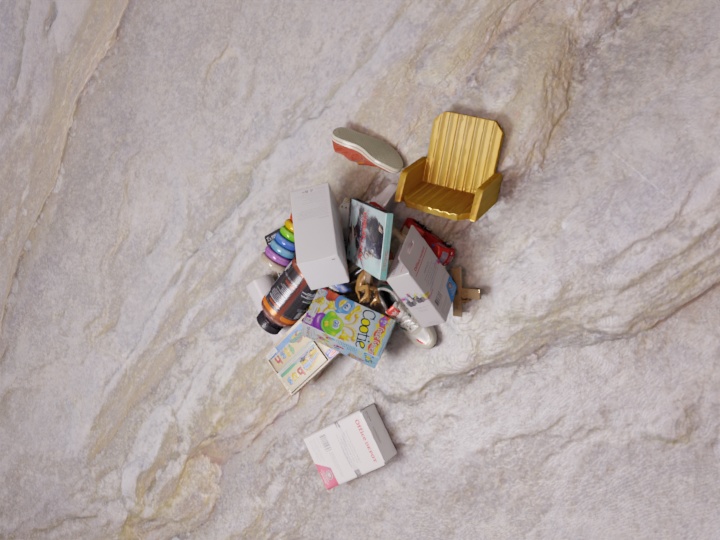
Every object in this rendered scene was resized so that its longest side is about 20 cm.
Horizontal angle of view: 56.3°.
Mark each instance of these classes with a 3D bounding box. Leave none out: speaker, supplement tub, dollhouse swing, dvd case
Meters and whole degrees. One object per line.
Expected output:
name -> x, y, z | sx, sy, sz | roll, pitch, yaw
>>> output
speaker -> -0.230, 0.113, 1.794 | 0.081, 0.081, 0.202 | -33, 79, 26
supplement tub -> -0.178, 0.066, 1.688 | 0.107, 0.107, 0.200 | 45, 107, 17
dollhouse swing -> 0.202, -0.236, 1.488 | 0.198, 0.181, 0.178 | 19, 124, 26
dvd case -> 0.016, -0.075, 1.504 | 0.200, 0.022, 0.148 | -144, 57, -62

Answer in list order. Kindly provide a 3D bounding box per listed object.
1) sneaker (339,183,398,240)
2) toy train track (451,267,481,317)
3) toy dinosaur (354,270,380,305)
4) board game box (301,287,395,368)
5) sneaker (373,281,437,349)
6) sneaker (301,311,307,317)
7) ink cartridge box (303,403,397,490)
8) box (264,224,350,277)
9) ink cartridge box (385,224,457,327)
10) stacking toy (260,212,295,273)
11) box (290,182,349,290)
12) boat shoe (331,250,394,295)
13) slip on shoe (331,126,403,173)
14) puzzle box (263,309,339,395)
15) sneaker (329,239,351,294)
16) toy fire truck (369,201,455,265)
sneaker -> 0.008, -0.154, 1.645 | 0.115, 0.073, 0.201 | 42, 113, 15
toy train track -> 0.196, 0.044, 1.590 | 0.198, 0.032, 0.116 | 6, 105, 33
toy dinosaur -> 0.013, 0.021, 1.563 | 0.201, 0.060, 0.107 | 116, 141, -50
board game box -> -0.030, 0.136, 1.607 | 0.198, 0.105, 0.104 | 25, 68, 3
sneaker -> 0.100, 0.111, 1.609 | 0.070, 0.093, 0.201 | -42, 75, 25
sneaker -> -0.071, 0.143, 1.704 | 0.198, 0.075, 0.090 | 2, 115, 29
ink cartridge box -> -0.025, 0.449, 1.715 | 0.199, 0.083, 0.148 | -31, 80, 27
box -> -0.141, -0.055, 1.750 | 0.199, 0.043, 0.162 | -25, 83, 28
ink cartridge box -> 0.127, 0.013, 1.486 | 0.067, 0.116, 0.201 | -16, 124, 37
stacking toy -> -0.172, -0.095, 1.696 | 0.085, 0.085, 0.201 | 37, 106, 20
box -> -0.094, -0.078, 1.555 | 0.096, 0.125, 0.202 | -12, 59, 6
boat shoe -> 0.000, 0.000, 1.666 | 0.199, 0.071, 0.063 | -32, 70, 30
slip on shoe -> 0.016, -0.284, 1.639 | 0.198, 0.074, 0.062 | 27, 141, 17
puzzle box -> -0.144, 0.206, 1.702 | 0.200, 0.025, 0.133 | -45, 76, 21
sneaker -> -0.064, -0.034, 1.634 | 0.089, 0.078, 0.202 | -32, 68, 20
toy fire truck -> 0.111, -0.083, 1.555 | 0.200, 0.140, 0.049 | 41, 112, 29
